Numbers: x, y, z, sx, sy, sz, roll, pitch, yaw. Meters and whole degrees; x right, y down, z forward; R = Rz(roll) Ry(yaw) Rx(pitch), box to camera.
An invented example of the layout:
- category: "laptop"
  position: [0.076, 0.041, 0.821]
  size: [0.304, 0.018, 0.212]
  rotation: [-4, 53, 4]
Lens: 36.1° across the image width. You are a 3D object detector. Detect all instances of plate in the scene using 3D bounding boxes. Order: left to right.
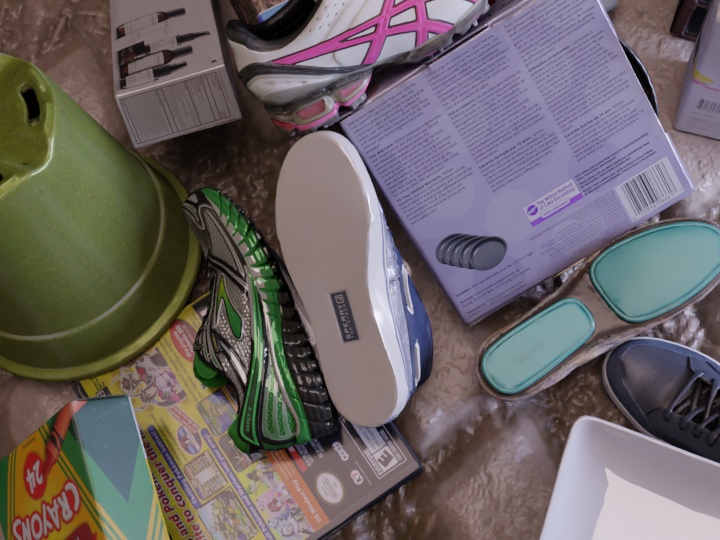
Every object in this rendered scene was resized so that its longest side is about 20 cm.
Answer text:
- category: "plate"
  position: [0.186, 0.208, 0.625]
  size: [0.199, 0.032, 0.200]
  rotation: [18, 74, 10]

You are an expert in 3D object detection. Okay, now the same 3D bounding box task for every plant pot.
- category: "plant pot"
  position: [-0.233, -0.049, 0.770]
  size: [0.199, 0.190, 0.201]
  rotation: [-4, 64, 8]

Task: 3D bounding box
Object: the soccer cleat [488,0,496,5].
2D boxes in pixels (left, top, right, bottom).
- category: "soccer cleat"
  position: [0.113, -0.159, 0.849]
  size: [0.067, 0.077, 0.200]
  rotation: [-40, 73, -9]

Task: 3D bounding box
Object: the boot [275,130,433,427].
- category: "boot"
  position: [0.000, 0.000, 0.761]
  size: [0.072, 0.090, 0.201]
  rotation: [-5, 102, 23]

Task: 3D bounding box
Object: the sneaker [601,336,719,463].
- category: "sneaker"
  position: [0.253, 0.096, 0.717]
  size: [0.202, 0.146, 0.077]
  rotation: [35, 79, 16]

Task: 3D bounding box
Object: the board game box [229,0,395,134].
- category: "board game box"
  position: [-0.056, -0.236, 0.846]
  size: [0.097, 0.160, 0.201]
  rotation: [-27, 71, -4]

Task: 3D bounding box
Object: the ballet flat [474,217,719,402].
- category: "ballet flat"
  position: [0.168, 0.027, 0.784]
  size: [0.199, 0.067, 0.068]
  rotation: [-29, 75, 4]

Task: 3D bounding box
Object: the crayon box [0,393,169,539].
- category: "crayon box"
  position: [-0.177, 0.199, 0.732]
  size: [0.127, 0.051, 0.201]
  rotation: [-37, 65, 38]

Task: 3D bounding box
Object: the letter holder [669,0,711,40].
- category: "letter holder"
  position: [0.343, -0.274, 0.858]
  size: [0.142, 0.101, 0.201]
  rotation: [18, 74, 8]

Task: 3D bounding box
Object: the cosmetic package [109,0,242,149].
- category: "cosmetic package"
  position: [-0.145, -0.177, 0.845]
  size: [0.082, 0.051, 0.200]
  rotation: [-15, 41, -2]

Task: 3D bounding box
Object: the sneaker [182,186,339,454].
- category: "sneaker"
  position: [-0.088, 0.032, 0.775]
  size: [0.085, 0.078, 0.201]
  rotation: [-22, 72, -2]

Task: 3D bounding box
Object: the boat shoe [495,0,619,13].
- category: "boat shoe"
  position: [0.127, -0.236, 0.830]
  size: [0.199, 0.068, 0.075]
  rotation: [3, 48, -33]

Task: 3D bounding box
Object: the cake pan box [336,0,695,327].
- category: "cake pan box"
  position: [0.110, -0.087, 0.766]
  size: [0.200, 0.052, 0.184]
  rotation: [-32, 114, 9]

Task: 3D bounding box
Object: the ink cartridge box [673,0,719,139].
- category: "ink cartridge box"
  position: [0.297, -0.157, 0.767]
  size: [0.117, 0.200, 0.068]
  rotation: [15, 73, 9]

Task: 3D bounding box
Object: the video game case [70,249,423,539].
- category: "video game case"
  position: [-0.084, 0.113, 0.803]
  size: [0.180, 0.026, 0.200]
  rotation: [-34, 73, -7]

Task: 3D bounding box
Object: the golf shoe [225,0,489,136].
- category: "golf shoe"
  position: [0.009, -0.173, 0.709]
  size: [0.200, 0.092, 0.073]
  rotation: [-35, 36, 2]
